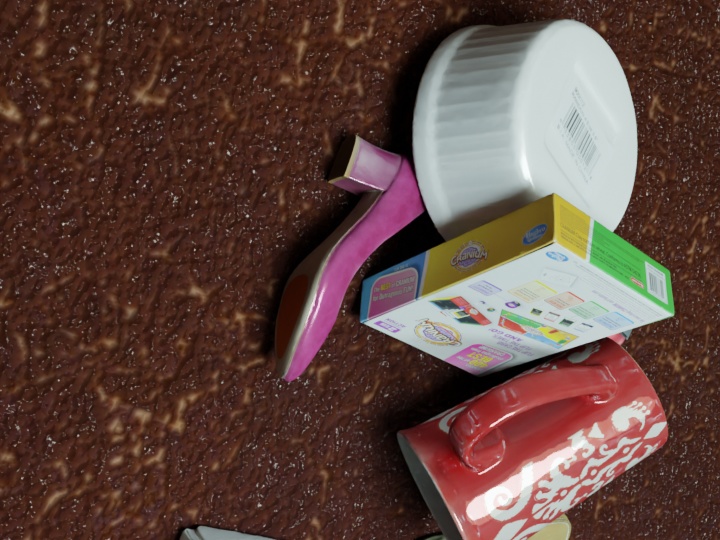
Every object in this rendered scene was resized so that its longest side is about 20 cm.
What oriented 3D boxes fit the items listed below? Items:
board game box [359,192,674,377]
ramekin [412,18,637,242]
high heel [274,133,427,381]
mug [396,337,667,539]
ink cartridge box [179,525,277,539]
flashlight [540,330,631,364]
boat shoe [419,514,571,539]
[{"bbox_3d":[0.120,0.021,0.737,0.152,0.199,0.041,27,54,-35],"label":"board game box"},{"bbox_3d":[0.141,-0.104,0.751,0.199,0.097,0.203,0,90,-44],"label":"ramekin"},{"bbox_3d":[0.000,0.000,0.727,0.095,0.067,0.202,24,73,-25],"label":"high heel"},{"bbox_3d":[0.150,0.146,0.767,0.199,0.178,0.134,-27,84,-9],"label":"mug"},{"bbox_3d":[-0.097,0.318,0.719,0.144,0.083,0.202,22,89,-35],"label":"ink cartridge box"},{"bbox_3d":[0.193,0.111,0.887,0.201,0.067,0.068,-61,165,-4],"label":"flashlight"},{"bbox_3d":[0.134,0.276,0.872,0.198,0.076,0.073,-12,107,-32],"label":"boat shoe"}]
